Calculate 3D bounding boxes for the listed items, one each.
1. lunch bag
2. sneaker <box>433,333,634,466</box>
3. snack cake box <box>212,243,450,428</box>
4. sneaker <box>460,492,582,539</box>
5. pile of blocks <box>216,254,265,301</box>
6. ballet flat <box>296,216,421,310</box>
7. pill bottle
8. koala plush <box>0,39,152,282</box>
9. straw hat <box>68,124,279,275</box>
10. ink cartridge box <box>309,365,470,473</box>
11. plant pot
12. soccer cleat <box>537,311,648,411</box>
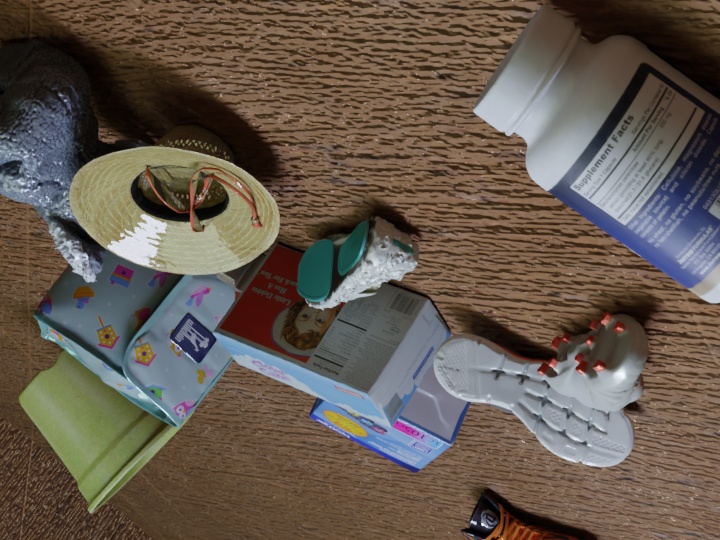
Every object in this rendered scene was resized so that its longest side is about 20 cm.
[{"bbox_3d":[-0.221,0.050,2.146,0.200,0.171,0.122,34,164,11],"label":"lunch bag"},{"bbox_3d":[0.167,0.112,1.856,0.199,0.077,0.082,29,-172,16],"label":"sneaker"},{"bbox_3d":[-0.028,0.061,1.944,0.199,0.115,0.067,20,158,35],"label":"snack cake box"},{"bbox_3d":[0.177,0.310,2.280,0.112,0.078,0.200,39,161,-18],"label":"sneaker"},{"bbox_3d":[-0.095,0.038,2.082,0.200,0.062,0.082,42,160,-22],"label":"pile of blocks"},{"bbox_3d":[0.000,0.000,1.833,0.072,0.072,0.200,37,161,-11],"label":"ballet flat"},{"bbox_3d":[0.174,-0.078,1.271,0.200,0.111,0.111,35,161,-2],"label":"pill bottle"},{"bbox_3d":[-0.284,-0.098,1.905,0.183,0.178,0.200,-6,134,48],"label":"koala plush"},{"bbox_3d":[-0.161,-0.085,1.848,0.200,0.085,0.201,7,146,5],"label":"straw hat"},{"bbox_3d":[0.029,0.139,2.091,0.136,0.077,0.200,28,163,-2],"label":"ink cartridge box"},{"bbox_3d":[-0.361,0.196,2.756,0.184,0.200,0.200,44,162,2],"label":"plant pot"},{"bbox_3d":[0.212,0.081,1.685,0.077,0.070,0.200,31,169,-7],"label":"soccer cleat"}]
